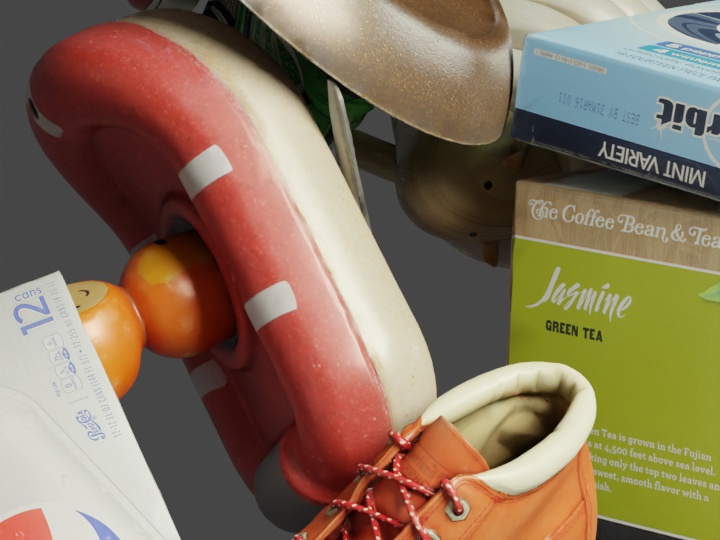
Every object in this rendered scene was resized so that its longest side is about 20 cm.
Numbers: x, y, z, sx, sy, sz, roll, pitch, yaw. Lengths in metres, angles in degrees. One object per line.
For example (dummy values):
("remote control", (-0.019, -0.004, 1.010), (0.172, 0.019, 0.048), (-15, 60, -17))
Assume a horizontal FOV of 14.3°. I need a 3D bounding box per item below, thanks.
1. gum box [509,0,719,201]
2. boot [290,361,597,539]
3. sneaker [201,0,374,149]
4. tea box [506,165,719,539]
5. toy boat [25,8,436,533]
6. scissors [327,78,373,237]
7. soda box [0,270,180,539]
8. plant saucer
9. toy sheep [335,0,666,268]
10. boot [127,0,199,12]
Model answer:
("gum box", (0.183, -0.062, 1.095), (0.200, 0.170, 0.045), (-14, 117, -52))
("boot", (0.001, 0.098, 0.960), (0.200, 0.107, 0.075), (-27, 52, -32))
("sneaker", (-0.037, -0.113, 1.156), (0.078, 0.085, 0.200), (36, 23, -26))
("tea box", (0.166, 0.055, 1.138), (0.200, 0.133, 0.197), (-11, 107, -49))
("toy boat", (-0.070, 0.009, 1.030), (0.130, 0.131, 0.200), (-24, 80, -21))
("scissors", (0.000, 0.000, 1.068), (0.073, 0.014, 0.200), (-122, -168, -55))
("soda box", (-0.084, 0.105, 0.888), (0.063, 0.068, 0.200), (-21, 68, -13))
("plant saucer", (-0.012, -0.128, 1.063), (0.200, 0.032, 0.200), (39, 21, -17))
("toy sheep", (0.074, -0.070, 1.205), (0.138, 0.138, 0.200), (50, 43, -5))
("boot", (-0.126, -0.199, 1.153), (0.144, 0.072, 0.201), (5, 68, -24))
